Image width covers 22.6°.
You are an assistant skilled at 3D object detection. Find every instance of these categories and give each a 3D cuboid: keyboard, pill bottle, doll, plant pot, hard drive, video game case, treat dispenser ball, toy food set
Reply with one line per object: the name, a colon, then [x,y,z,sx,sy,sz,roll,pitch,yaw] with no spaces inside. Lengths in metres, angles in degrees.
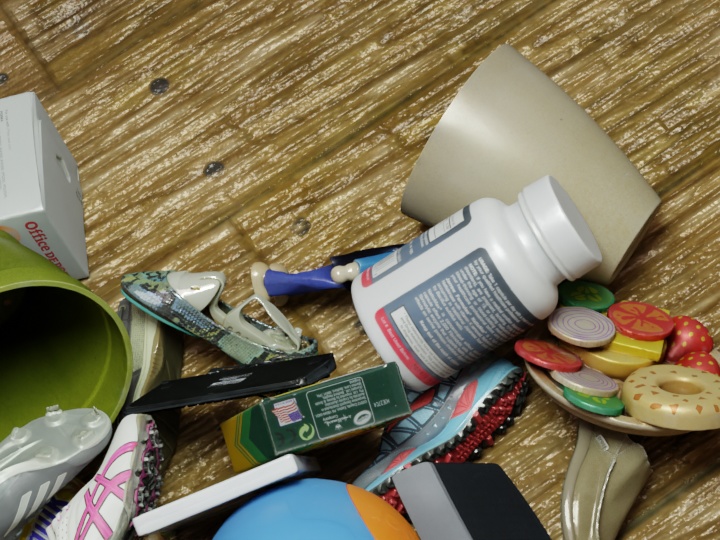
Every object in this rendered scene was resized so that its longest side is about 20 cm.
keyboard: [-0.106,0.111,1.609,0.200,0.104,0.040,-10,102,30]
pill bottle: [0.104,0.007,1.572,0.200,0.120,0.120,-32,59,15]
doll: [0.000,0.000,1.684,0.200,0.136,0.049,-9,86,21]
plant pot: [0.171,-0.079,1.673,0.200,0.187,0.187,33,73,10]
hard drive: [0.119,0.246,1.523,0.042,0.135,0.200,-47,57,27]
plant pot: [-0.332,0.054,1.635,0.200,0.201,0.193,-34,38,-7]
video game case: [-0.111,0.194,1.563,0.143,0.200,0.018,-23,83,2]
treat dispenser ball: [-0.037,0.275,1.501,0.200,0.201,0.201,-5,62,9]
toy food set: [0.235,0.080,1.578,0.197,0.049,0.200,13,29,8]

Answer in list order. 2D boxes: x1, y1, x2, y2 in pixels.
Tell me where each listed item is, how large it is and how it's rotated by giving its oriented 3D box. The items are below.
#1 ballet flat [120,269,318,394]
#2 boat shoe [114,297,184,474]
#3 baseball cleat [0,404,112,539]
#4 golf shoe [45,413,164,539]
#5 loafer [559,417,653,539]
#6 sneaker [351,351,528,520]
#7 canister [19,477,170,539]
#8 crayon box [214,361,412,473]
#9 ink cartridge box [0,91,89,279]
ballet flat: [-0.126,0.040,1.685,0.200,0.074,0.074,31,70,-6]
boat shoe: [-0.211,0.109,1.706,0.066,0.072,0.201,-9,57,22]
baseball cleat: [-0.299,0.196,1.565,0.200,0.107,0.070,-28,42,-19]
golf shoe: [-0.227,0.211,1.556,0.092,0.073,0.200,6,60,11]
loafer: [0.218,0.177,1.569,0.067,0.076,0.200,1,63,20]
sneaker: [0.057,0.146,1.632,0.200,0.079,0.095,-40,50,-19]
canister: [-0.255,0.270,1.617,0.200,0.087,0.149,28,70,22]
crayon box: [-0.045,0.133,1.582,0.127,0.200,0.051,-16,84,-18]
ink cartridge box: [-0.387,-0.062,1.786,0.200,0.145,0.145,-14,61,5]
